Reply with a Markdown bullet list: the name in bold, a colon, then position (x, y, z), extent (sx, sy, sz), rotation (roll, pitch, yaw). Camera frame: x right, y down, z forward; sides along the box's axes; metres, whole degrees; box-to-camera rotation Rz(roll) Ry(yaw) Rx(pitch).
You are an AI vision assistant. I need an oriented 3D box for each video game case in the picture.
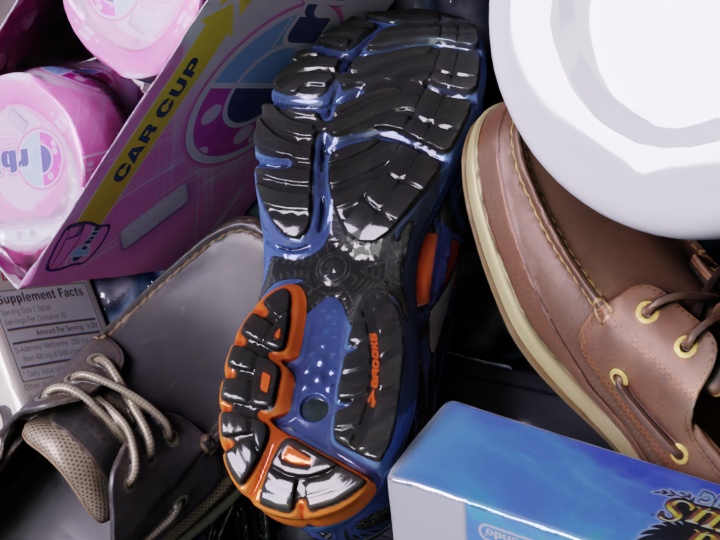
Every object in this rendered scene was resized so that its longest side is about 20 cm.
- **video game case**: position (0.108, 0.148, 0.703), extent (0.199, 0.045, 0.182), rotation (16, 132, 29)

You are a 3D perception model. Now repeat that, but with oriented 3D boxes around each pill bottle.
- **pill bottle**: position (0.126, -0.069, 0.631), extent (0.111, 0.200, 0.113), rotation (2, 94, 30)

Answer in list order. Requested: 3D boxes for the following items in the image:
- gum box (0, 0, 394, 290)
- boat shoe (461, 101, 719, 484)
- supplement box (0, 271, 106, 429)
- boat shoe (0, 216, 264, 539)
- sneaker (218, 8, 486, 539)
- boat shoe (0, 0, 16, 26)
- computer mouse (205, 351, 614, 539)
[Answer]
- **gum box**: position (-0.052, -0.092, 0.784), extent (0.066, 0.113, 0.200), rotation (45, 114, 20)
- **boat shoe**: position (0.104, 0.026, 0.717), extent (0.068, 0.072, 0.201), rotation (-37, 80, 53)
- **supplement box**: position (-0.147, 0.088, 0.877), extent (0.126, 0.073, 0.201), rotation (-27, 80, 28)
- **boat shoe**: position (-0.084, 0.067, 0.777), extent (0.074, 0.073, 0.201), rotation (34, 87, 11)
- **sneaker**: position (0.000, 0.000, 0.759), extent (0.075, 0.079, 0.201), rotation (8, 63, 17)
- **boat shoe**: position (-0.164, -0.059, 0.868), extent (0.200, 0.070, 0.071), rotation (-43, 65, 30)
- **computer mouse**: position (0.018, 0.091, 0.796), extent (0.199, 0.046, 0.142), rotation (9, 97, 30)
